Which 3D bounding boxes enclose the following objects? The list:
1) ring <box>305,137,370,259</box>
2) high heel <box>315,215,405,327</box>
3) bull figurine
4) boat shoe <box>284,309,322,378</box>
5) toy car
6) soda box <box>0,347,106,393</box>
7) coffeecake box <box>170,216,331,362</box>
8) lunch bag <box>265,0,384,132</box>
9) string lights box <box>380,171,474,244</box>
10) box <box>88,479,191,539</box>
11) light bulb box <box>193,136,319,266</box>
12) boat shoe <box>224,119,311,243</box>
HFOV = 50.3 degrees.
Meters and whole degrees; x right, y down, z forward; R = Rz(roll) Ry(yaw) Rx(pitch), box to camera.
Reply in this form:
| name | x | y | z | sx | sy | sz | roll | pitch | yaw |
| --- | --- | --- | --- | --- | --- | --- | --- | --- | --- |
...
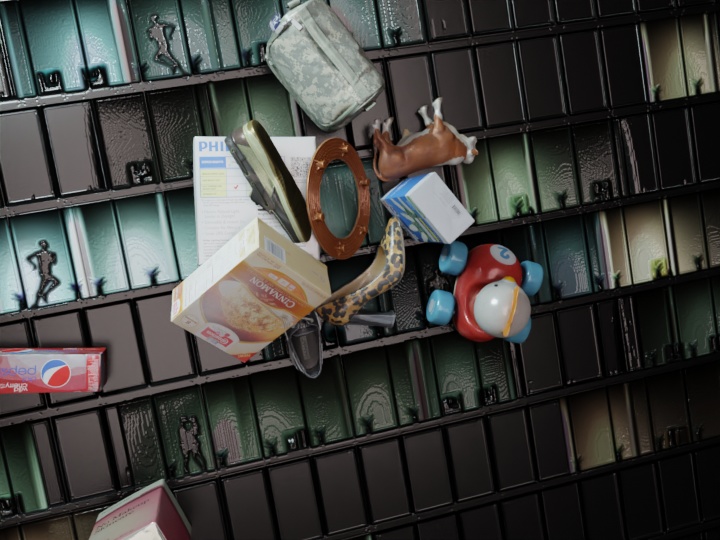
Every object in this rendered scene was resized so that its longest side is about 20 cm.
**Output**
| name | x | y | z | sx | sy | sz | roll | pitch | yaw |
| --- | --- | --- | --- | --- | --- | --- | --- | --- | --- |
| ring | -0.029 | -0.118 | 1.263 | 0.019 | 0.200 | 0.202 | 0 | 95 | 30 |
| high heel | 0.000 | 0.000 | 1.324 | 0.142 | 0.071 | 0.201 | 6 | 98 | -13 |
| bull figurine | 0.111 | -0.224 | 1.336 | 0.199 | 0.065 | 0.122 | -20 | 93 | -12 |
| boat shoe | -0.102 | 0.087 | 1.289 | 0.071 | 0.068 | 0.201 | -13 | 109 | -15 |
| toy car | 0.238 | 0.044 | 1.309 | 0.183 | 0.200 | 0.178 | 15 | 91 | -12 |
| soda box | -0.514 | 0.160 | 1.229 | 0.199 | 0.070 | 0.064 | 1 | 93 | -11 |
| coffeecake box | -0.171 | 0.035 | 1.190 | 0.200 | 0.073 | 0.153 | -38 | 128 | 23 |
| lunch bag | -0.056 | -0.335 | 1.241 | 0.139 | 0.168 | 0.200 | -40 | 100 | -7 |
| string lights box | 0.107 | -0.102 | 1.273 | 0.059 | 0.200 | 0.103 | -42 | 100 | -7 |
| box | -0.349 | 0.435 | 1.215 | 0.127 | 0.200 | 0.109 | -28 | 98 | -9 |
| light bulb box | -0.171 | -0.112 | 1.254 | 0.197 | 0.125 | 0.201 | -2 | 93 | -11 |
| boat shoe | -0.139 | -0.128 | 1.166 | 0.066 | 0.072 | 0.202 | -19 | 112 | 17 |
